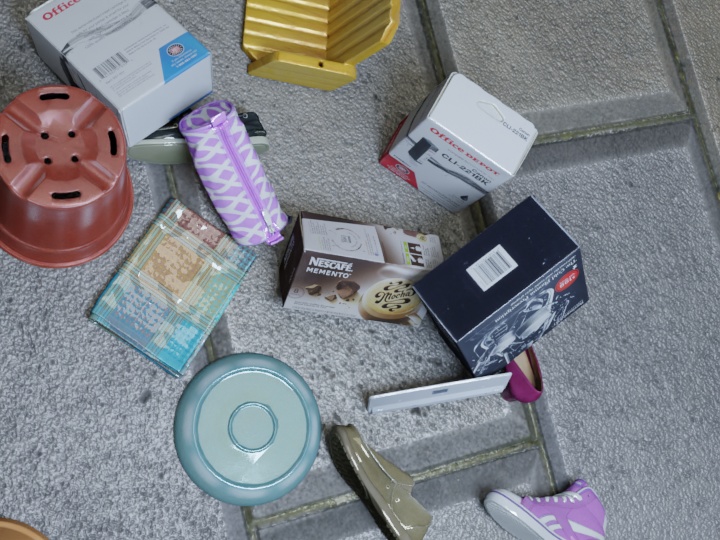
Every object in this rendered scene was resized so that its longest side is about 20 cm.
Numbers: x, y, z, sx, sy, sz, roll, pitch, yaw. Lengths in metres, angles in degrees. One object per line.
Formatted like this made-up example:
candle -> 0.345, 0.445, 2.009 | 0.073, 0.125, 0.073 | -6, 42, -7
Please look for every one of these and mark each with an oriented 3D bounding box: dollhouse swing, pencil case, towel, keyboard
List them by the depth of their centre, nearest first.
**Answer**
pencil case -> -0.163, -0.122, 1.265 | 0.084, 0.085, 0.201 | -32, 122, -10
towel -> -0.245, 0.021, 1.282 | 0.146, 0.022, 0.200 | 35, 70, -9
keyboard -> 0.108, 0.167, 1.330 | 0.199, 0.056, 0.011 | -9, 57, -8
dollhouse swing -> -0.056, -0.383, 1.352 | 0.181, 0.176, 0.201 | 8, 77, -17

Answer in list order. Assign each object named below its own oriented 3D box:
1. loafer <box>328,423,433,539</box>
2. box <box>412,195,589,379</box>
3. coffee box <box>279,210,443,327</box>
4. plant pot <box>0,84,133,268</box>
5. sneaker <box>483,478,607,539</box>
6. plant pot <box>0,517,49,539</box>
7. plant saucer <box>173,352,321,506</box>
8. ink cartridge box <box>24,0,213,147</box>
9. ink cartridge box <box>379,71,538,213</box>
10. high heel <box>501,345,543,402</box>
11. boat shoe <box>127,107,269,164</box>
loafer -> 0.028, 0.281, 1.293 | 0.067, 0.076, 0.201 | -35, 101, -23
box -> 0.193, 0.031, 1.297 | 0.200, 0.182, 0.104 | -37, 62, -1
coffee box -> 0.000, 0.000, 1.310 | 0.199, 0.113, 0.080 | 10, 42, -17
plant pot -> -0.368, -0.121, 1.177 | 0.200, 0.195, 0.202 | 4, 76, -18
sneaker -> 0.265, 0.332, 1.366 | 0.200, 0.073, 0.115 | 35, 65, -20
plant pot -> -0.419, 0.380, 1.072 | 0.199, 0.140, 0.201 | 4, 78, -18
plant saucer -> -0.144, 0.206, 1.273 | 0.199, 0.027, 0.201 | 4, 76, -18
ink cartridge box -> -0.310, -0.281, 1.260 | 0.145, 0.084, 0.200 | -39, 72, -22
ink cartridge box -> 0.132, -0.173, 1.356 | 0.144, 0.200, 0.084 | 33, 70, -9
high heel -> 0.225, 0.088, 1.386 | 0.067, 0.096, 0.201 | -8, 81, -20
boat shoe -> -0.223, -0.188, 1.307 | 0.198, 0.075, 0.066 | -7, 77, -19
